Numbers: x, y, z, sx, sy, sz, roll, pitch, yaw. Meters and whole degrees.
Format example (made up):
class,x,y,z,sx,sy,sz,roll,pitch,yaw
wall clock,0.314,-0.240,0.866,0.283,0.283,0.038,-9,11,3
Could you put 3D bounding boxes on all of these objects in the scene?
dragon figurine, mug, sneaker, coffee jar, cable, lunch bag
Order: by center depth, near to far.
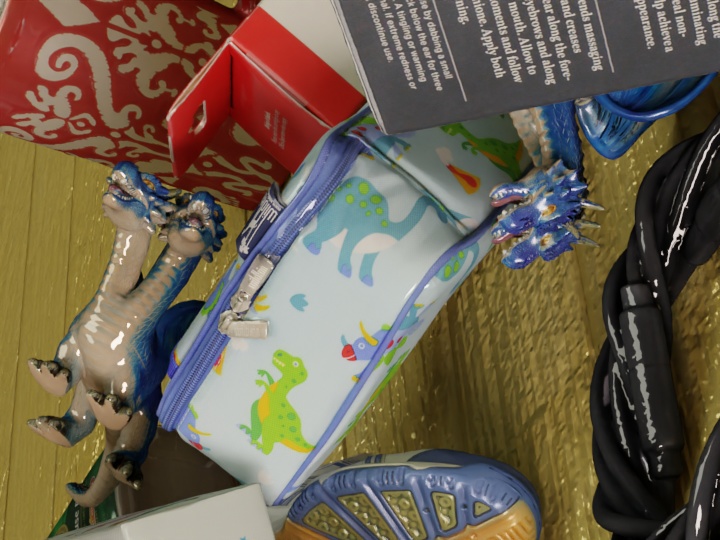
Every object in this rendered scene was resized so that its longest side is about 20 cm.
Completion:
class,x,y,z,sx,sy,sz,roll,pitch,yaw
cable,0.122,0.022,0.722,0.201,0.050,0.163,-68,22,8
dragon figurine,0.104,-0.083,0.815,0.200,0.100,0.059,-37,-5,-25
lunch bag,0.000,0.000,0.880,0.161,0.082,0.200,-56,-5,32
sneaker,0.006,0.104,0.893,0.199,0.076,0.088,-20,16,43
dragon figurine,-0.098,0.037,0.930,0.100,0.059,0.201,-55,-17,-30
coffee jar,-0.141,0.180,1.155,0.200,0.085,0.105,-51,37,39
mug,-0.125,-0.133,1.229,0.178,0.199,0.134,-54,27,33

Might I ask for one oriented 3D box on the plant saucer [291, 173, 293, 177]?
class,x,y,z,sx,sy,sz,roll,pitch,yaw
plant saucer,0.013,-0.103,1.106,0.200,0.032,0.202,-49,31,43

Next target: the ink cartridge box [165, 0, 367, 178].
class,x,y,z,sx,sy,sz,roll,pitch,yaw
ink cartridge box,0.000,-0.110,0.950,0.200,0.067,0.116,-49,-6,-11

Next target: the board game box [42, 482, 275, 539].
class,x,y,z,sx,sy,sz,roll,pitch,yaw
board game box,-0.084,0.176,0.872,0.200,0.064,0.149,-24,81,65

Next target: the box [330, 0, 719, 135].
class,x,y,z,sx,sy,sz,roll,pitch,yaw
box,0.088,-0.152,0.733,0.107,0.198,0.149,67,-163,-47
